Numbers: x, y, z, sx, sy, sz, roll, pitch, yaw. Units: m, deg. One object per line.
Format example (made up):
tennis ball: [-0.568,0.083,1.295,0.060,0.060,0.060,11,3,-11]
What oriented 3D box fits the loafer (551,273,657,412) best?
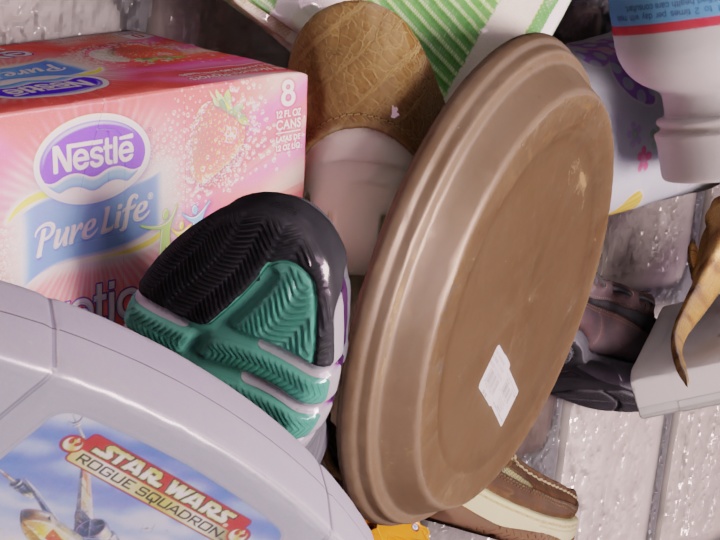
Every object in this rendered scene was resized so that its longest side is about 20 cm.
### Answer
loafer: [0.090,0.017,0.995,0.200,0.071,0.063,30,63,-54]

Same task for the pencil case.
pencil case: [0.095,-0.067,0.951,0.199,0.083,0.091,-16,97,-44]

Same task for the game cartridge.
game cartridge: [-0.092,0.078,0.653,0.133,0.042,0.200,-35,131,25]

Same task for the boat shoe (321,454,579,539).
boat shoe: [0.038,0.076,0.947,0.202,0.074,0.075,23,80,-48]

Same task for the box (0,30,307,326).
box: [-0.122,-0.021,0.721,0.199,0.102,0.095,-13,113,-43]

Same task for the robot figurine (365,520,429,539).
robot figurine: [-0.069,0.153,0.832,0.199,0.145,0.058,-21,79,-37]

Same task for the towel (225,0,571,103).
towel: [0.000,-0.150,0.804,0.200,0.023,0.153,35,77,-19]

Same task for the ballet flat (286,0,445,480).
ballet flat: [0.000,0.000,0.795,0.073,0.067,0.201,-79,172,-55]

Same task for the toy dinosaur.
toy dinosaur: [0.176,-0.017,0.978,0.201,0.060,0.106,-56,159,-19]

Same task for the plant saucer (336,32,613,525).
plant saucer: [0.051,0.008,0.811,0.200,0.029,0.201,-50,151,-41]

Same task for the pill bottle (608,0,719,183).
pill bottle: [0.155,-0.143,0.887,0.108,0.108,0.201,-15,101,-43]

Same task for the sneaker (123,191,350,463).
sneaker: [-0.039,0.037,0.726,0.088,0.074,0.201,-52,167,-47]

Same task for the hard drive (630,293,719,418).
hard drive: [0.232,0.020,0.977,0.132,0.199,0.026,-43,118,-69]
